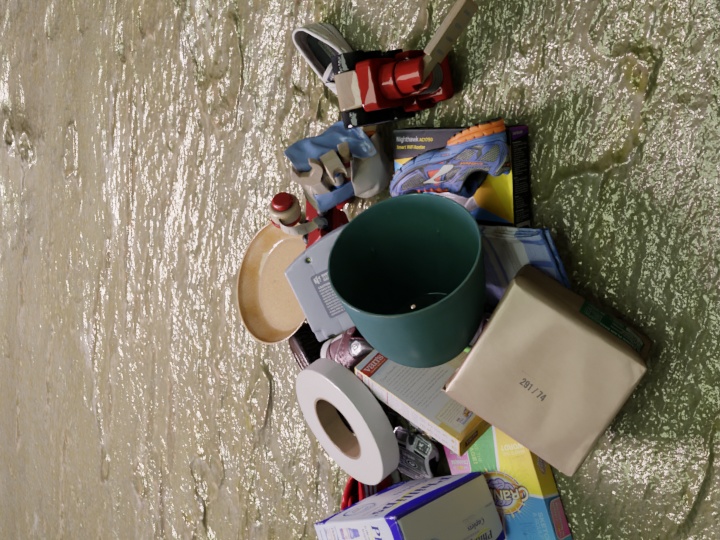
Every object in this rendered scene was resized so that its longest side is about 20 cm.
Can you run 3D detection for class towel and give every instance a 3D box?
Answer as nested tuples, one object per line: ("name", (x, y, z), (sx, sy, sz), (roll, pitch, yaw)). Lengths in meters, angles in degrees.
("towel", (0.184, -0.001, 1.446), (0.198, 0.024, 0.148), (3, 133, 40))

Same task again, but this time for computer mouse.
("computer mouse", (0.082, 0.252, 1.594), (0.108, 0.044, 0.201), (25, 150, 21))

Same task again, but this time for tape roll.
("tape roll", (-0.022, 0.224, 1.596), (0.202, 0.037, 0.205), (39, 148, 30))

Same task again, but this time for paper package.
("paper package", (0.238, 0.122, 1.369), (0.198, 0.103, 0.192), (33, 114, 8))

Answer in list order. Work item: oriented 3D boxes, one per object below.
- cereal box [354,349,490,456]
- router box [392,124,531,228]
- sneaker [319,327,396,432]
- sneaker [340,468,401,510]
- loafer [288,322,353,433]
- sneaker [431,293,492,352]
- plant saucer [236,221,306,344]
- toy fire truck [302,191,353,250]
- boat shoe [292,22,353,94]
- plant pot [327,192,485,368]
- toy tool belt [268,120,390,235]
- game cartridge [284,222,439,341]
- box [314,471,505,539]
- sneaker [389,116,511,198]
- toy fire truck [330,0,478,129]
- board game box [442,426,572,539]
("cereal box", (0.109, 0.154, 1.518), (0.199, 0.143, 0.040), (32, 146, 32))
("router box", (0.137, -0.121, 1.478), (0.198, 0.051, 0.152), (5, 103, 41))
("sneaker", (0.020, 0.173, 1.648), (0.115, 0.075, 0.202), (-42, 73, 37))
("sneaker", (0.021, 0.401, 1.679), (0.078, 0.115, 0.203), (-18, 88, 43))
("loafer", (-0.062, 0.179, 1.720), (0.071, 0.072, 0.202), (-41, 73, 40))
("sneaker", (0.186, 0.084, 1.481), (0.198, 0.077, 0.085), (33, 117, 15))
("plant saucer", (-0.124, 0.019, 1.726), (0.198, 0.035, 0.204), (-12, 74, 44))
("toy fire truck", (-0.016, -0.051, 1.598), (0.049, 0.139, 0.202), (-45, 34, 39))
("boat shoe", (-0.025, -0.288, 1.567), (0.201, 0.065, 0.072), (53, 129, 18))
("plant pot", (0.074, 0.029, 1.396), (0.199, 0.201, 0.162), (22, 151, 35))
("toy tool belt", (-0.053, -0.153, 1.524), (0.125, 0.198, 0.124), (50, 164, 38))
("game cartridge", (0.000, 0.000, 1.515), (0.198, 0.041, 0.135), (-25, 102, 11))
("box", (0.068, 0.371, 1.535), (0.199, 0.182, 0.107), (-20, 87, 50))
("sneaker", (0.115, -0.126, 1.414), (0.199, 0.075, 0.080), (-27, 84, 43))
("toy fire truck", (0.080, -0.272, 1.415), (0.197, 0.175, 0.131), (-8, 96, 31))
("board game box", (0.205, 0.301, 1.541), (0.152, 0.040, 0.203), (-18, 90, 43))
